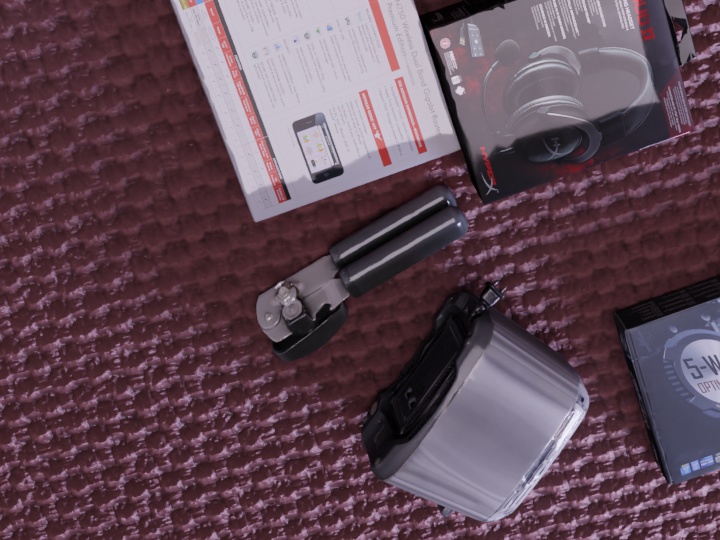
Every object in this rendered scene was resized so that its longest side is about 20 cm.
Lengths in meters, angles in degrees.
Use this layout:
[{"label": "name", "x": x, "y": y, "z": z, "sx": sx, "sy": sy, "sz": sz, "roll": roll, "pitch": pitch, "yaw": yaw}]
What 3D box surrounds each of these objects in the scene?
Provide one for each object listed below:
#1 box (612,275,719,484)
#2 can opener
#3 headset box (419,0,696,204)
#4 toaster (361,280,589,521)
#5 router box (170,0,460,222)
[{"label": "box", "x": 0.339, "y": 0.081, "z": 1.169, "sx": 0.198, "sy": 0.044, "sz": 0.161, "roll": -19, "pitch": 110, "yaw": 2}, {"label": "can opener", "x": 0.000, "y": 0.000, "z": 1.119, "sx": 0.199, "sy": 0.053, "sz": 0.066, "roll": -34, "pitch": 143, "yaw": 9}, {"label": "headset box", "x": 0.164, "y": -0.160, "z": 1.056, "sx": 0.198, "sy": 0.077, "sz": 0.150, "roll": -18, "pitch": 109, "yaw": 3}, {"label": "toaster", "x": 0.101, "y": 0.114, "z": 1.128, "sx": 0.129, "sy": 0.114, "sz": 0.201, "roll": 31, "pitch": 102, "yaw": -18}, {"label": "router box", "x": -0.035, "y": -0.162, "z": 1.054, "sx": 0.178, "sy": 0.049, "sz": 0.201, "roll": -19, "pitch": 109, "yaw": 2}]
